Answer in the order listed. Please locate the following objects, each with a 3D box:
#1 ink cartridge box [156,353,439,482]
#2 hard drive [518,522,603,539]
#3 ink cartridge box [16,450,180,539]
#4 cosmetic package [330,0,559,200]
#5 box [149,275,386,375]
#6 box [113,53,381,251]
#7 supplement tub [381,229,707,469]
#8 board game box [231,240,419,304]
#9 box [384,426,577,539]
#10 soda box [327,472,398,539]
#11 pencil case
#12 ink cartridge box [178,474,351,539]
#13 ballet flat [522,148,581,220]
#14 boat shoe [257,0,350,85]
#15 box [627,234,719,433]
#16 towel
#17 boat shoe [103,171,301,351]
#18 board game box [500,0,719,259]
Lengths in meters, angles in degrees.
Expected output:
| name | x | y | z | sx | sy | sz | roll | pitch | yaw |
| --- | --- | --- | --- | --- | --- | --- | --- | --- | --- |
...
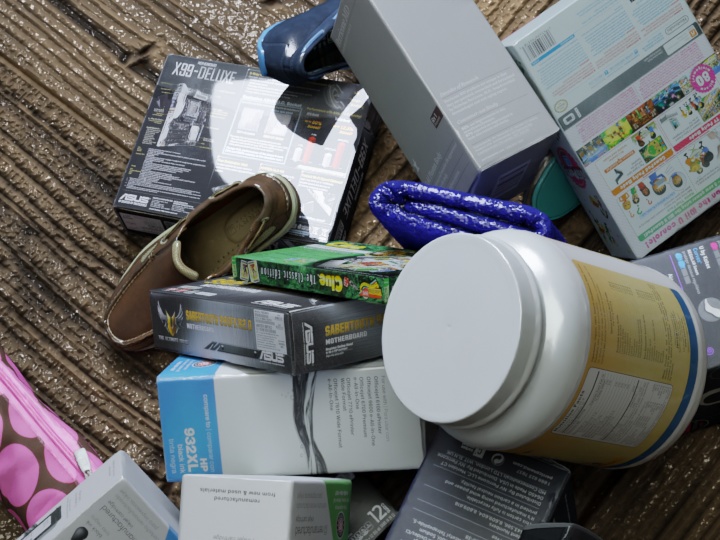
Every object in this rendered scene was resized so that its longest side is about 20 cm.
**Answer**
| name | x | y | z | sx | sy | sz | roll | pitch | yaw |
| --- | --- | --- | --- | --- | --- | --- | --- | --- | --- |
| ink cartridge box | -0.042 | 0.100 | 1.344 | 0.197 | 0.145 | 0.085 | -4 | 98 | 8 |
| hard drive | 0.134 | 0.248 | 1.209 | 0.042 | 0.200 | 0.136 | 18 | 77 | 27 |
| ink cartridge box | -0.214 | 0.247 | 1.304 | 0.200 | 0.068 | 0.116 | -41 | 105 | 2 |
| cosmetic package | 0.064 | -0.150 | 1.396 | 0.090 | 0.107 | 0.201 | -28 | 72 | -21 |
| box | -0.045 | 0.032 | 1.338 | 0.157 | 0.049 | 0.199 | -12 | 11 | -35 |
| box | -0.096 | -0.096 | 1.512 | 0.198 | 0.050 | 0.159 | 10 | 66 | 14 |
| supplement tub | 0.125 | 0.053 | 1.185 | 0.144 | 0.199 | 0.147 | -14 | 70 | 43 |
| board game box | 0.000 | 0.000 | 1.288 | 0.104 | 0.199 | 0.024 | -11 | 101 | -34 |
| box | 0.072 | 0.234 | 1.263 | 0.103 | 0.148 | 0.201 | 21 | 68 | 19 |
| soda box | -0.056 | 0.241 | 1.325 | 0.200 | 0.071 | 0.063 | -42 | 66 | -11 |
| pencil case | -0.263 | 0.141 | 1.399 | 0.090 | 0.094 | 0.200 | -35 | 62 | -29 |
| ink cartridge box | -0.067 | 0.242 | 1.195 | 0.083 | 0.146 | 0.203 | 1 | 84 | 16 |
| ballet flat | 0.194 | -0.123 | 1.472 | 0.073 | 0.073 | 0.200 | 39 | 82 | 24 |
| boat shoe | 0.004 | -0.203 | 1.513 | 0.199 | 0.085 | 0.068 | -36 | 36 | -27 |
| box | 0.268 | 0.048 | 1.336 | 0.198 | 0.123 | 0.107 | -17 | 63 | 2 |
| towel | 0.094 | -0.009 | 1.352 | 0.146 | 0.200 | 0.050 | 12 | 77 | 19 |
| boat shoe | -0.141 | -0.010 | 1.428 | 0.202 | 0.075 | 0.075 | -44 | 81 | 12 |
| board game box | 0.219 | -0.132 | 1.406 | 0.147 | 0.064 | 0.201 | -34 | 100 | -10 |
